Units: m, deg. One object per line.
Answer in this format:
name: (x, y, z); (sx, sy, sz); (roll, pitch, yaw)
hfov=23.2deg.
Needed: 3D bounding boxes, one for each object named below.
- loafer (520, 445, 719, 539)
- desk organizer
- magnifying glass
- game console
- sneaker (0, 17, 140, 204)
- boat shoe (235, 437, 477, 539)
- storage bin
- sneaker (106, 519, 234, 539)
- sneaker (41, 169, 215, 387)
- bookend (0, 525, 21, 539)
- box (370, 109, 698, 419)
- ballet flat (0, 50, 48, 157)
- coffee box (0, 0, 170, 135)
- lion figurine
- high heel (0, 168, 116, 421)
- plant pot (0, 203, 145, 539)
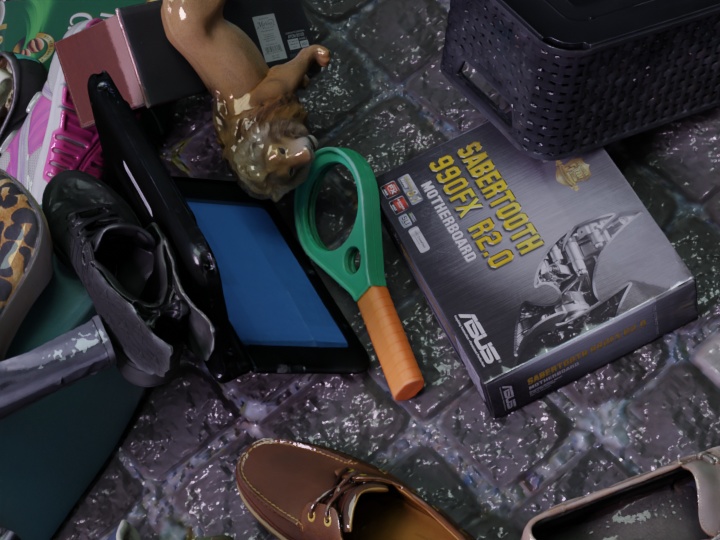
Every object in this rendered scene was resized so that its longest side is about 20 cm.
loafer: (0.191, 0.148, 1.052); (0.198, 0.063, 0.072); (-20, 51, 1)
desk organizer: (-0.127, -0.165, 1.311); (0.076, 0.073, 0.199); (-15, 6, 39)
magnifying glass: (0.000, 0.000, 1.219); (0.080, 0.022, 0.201); (-48, 52, 37)
game console: (-0.087, -0.032, 1.179); (0.115, 0.177, 0.201); (-23, 51, -14)
sneaker: (-0.229, -0.094, 1.313); (0.088, 0.081, 0.202); (2, 71, 41)
boat shoe: (0.001, 0.151, 1.100); (0.199, 0.068, 0.072); (25, 65, 30)
storage bin: (0.169, -0.173, 1.228); (0.198, 0.094, 0.135); (-19, 49, -28)
sneaker: (-0.090, 0.206, 1.085); (0.198, 0.067, 0.091); (8, 63, 25)
sneaker: (-0.147, -0.007, 1.092); (0.059, 0.105, 0.201); (-20, 62, -19)
bookend: (-0.116, 0.257, 0.975); (0.198, 0.200, 0.093); (16, 58, 25)
box: (0.115, -0.016, 1.201); (0.157, 0.049, 0.201); (-26, 52, -3)
ballet flat: (-0.313, -0.087, 1.331); (0.068, 0.068, 0.201); (31, 84, 23)
coffee box: (-0.243, -0.165, 1.413); (0.197, 0.044, 0.124); (0, 56, 16)
lion figurine: (-0.093, -0.152, 1.246); (0.123, 0.200, 0.072); (-46, 10, -38)
high heel: (-0.255, 0.014, 1.099); (0.141, 0.072, 0.201); (-25, 55, -16)
plant pot: (-0.232, 0.061, 1.190); (0.140, 0.142, 0.201); (24, 62, 29)
